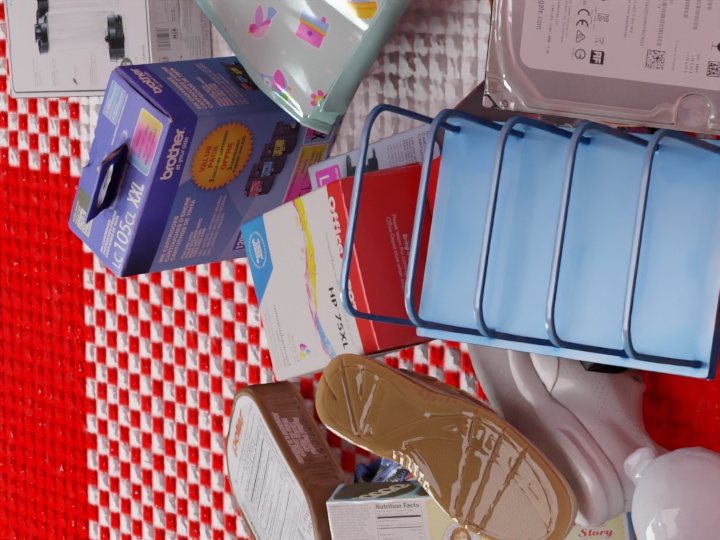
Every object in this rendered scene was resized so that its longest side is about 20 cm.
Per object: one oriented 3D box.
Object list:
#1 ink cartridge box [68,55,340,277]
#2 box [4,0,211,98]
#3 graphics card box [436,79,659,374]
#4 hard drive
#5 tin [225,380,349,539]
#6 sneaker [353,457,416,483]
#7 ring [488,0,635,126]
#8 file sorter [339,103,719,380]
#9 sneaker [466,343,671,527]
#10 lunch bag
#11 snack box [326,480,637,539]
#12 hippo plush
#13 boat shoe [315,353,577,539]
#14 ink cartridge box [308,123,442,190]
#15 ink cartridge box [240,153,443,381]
[{"bbox_3d":[-0.122,-0.076,1.558,0.076,0.199,0.137,43,126,35],"label":"ink cartridge box"},{"bbox_3d":[-0.204,-0.196,1.734,0.200,0.060,0.117,2,98,47],"label":"box"},{"bbox_3d":[0.143,-0.050,1.358,0.125,0.051,0.200,-42,65,23],"label":"graphics card box"},{"bbox_3d":[0.175,-0.151,1.249,0.199,0.038,0.140,8,108,6],"label":"hard drive"},{"bbox_3d":[-0.052,0.163,1.601,0.200,0.042,0.112,-123,41,-48],"label":"tin"},{"bbox_3d":[0.052,0.139,1.499,0.200,0.075,0.079,-33,69,44],"label":"sneaker"},{"bbox_3d":[0.169,-0.186,1.310,0.200,0.019,0.201,0,91,29],"label":"ring"},{"bbox_3d":[0.103,-0.022,1.276,0.199,0.123,0.139,7,88,33],"label":"file sorter"},{"bbox_3d":[0.135,0.070,1.386,0.075,0.088,0.200,99,148,-53],"label":"sneaker"},{"bbox_3d":[-0.028,-0.217,1.491,0.171,0.122,0.200,-55,52,37],"label":"lunch bag"},{"bbox_3d":[0.084,0.193,1.416,0.199,0.037,0.117,-4,103,17],"label":"snack box"},{"bbox_3d":[0.182,0.186,1.288,0.159,0.200,0.162,-5,79,44],"label":"hippo plush"},{"bbox_3d":[0.064,0.109,1.371,0.200,0.069,0.074,33,106,32],"label":"boat shoe"},{"bbox_3d":[0.048,-0.038,1.497,0.200,0.042,0.120,-16,85,47],"label":"ink cartridge box"},{"bbox_3d":[0.000,0.000,1.451,0.200,0.067,0.117,-22,81,61],"label":"ink cartridge box"}]
